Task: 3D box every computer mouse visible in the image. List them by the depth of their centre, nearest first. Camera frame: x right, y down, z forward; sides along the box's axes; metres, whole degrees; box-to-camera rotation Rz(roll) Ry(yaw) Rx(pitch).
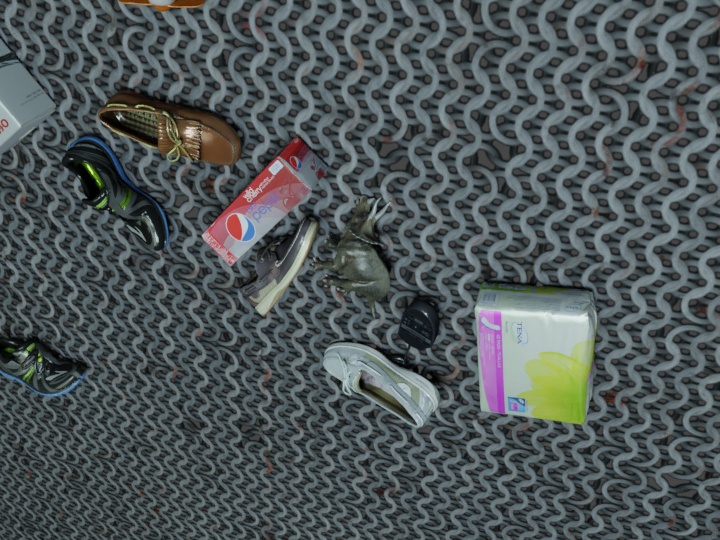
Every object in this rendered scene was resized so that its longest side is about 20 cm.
[{"bbox_3d":[0.078,0.113,1.075,0.058,0.034,0.200,32,138,15],"label":"computer mouse"}]

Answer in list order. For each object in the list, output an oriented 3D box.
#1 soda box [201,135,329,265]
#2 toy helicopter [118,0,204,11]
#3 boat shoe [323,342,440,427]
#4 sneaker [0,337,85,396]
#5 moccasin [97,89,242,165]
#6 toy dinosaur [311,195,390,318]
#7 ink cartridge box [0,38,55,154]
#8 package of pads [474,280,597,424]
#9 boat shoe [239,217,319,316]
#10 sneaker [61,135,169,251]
[{"bbox_3d":[-0.134,-0.092,0.987,0.063,0.070,0.200,44,127,-12],"label":"soda box"},{"bbox_3d":[-0.272,-0.367,0.863,0.199,0.079,0.133,3,134,33],"label":"toy helicopter"},{"bbox_3d":[0.022,0.172,1.097,0.201,0.065,0.075,25,136,24],"label":"boat shoe"},{"bbox_3d":[-0.617,0.178,1.365,0.199,0.071,0.083,16,134,15],"label":"sneaker"},{"bbox_3d":[-0.254,-0.187,0.964,0.201,0.078,0.074,24,129,4],"label":"moccasin"},{"bbox_3d":[0.000,0.000,0.995,0.102,0.077,0.201,1,121,30],"label":"toy dinosaur"},{"bbox_3d":[-0.561,-0.269,1.028,0.146,0.083,0.200,-24,112,34],"label":"ink cartridge box"},{"bbox_3d":[0.240,0.115,0.982,0.154,0.068,0.201,4,125,20],"label":"package of pads"},{"bbox_3d":[-0.123,-0.009,1.042,0.065,0.072,0.200,31,135,-7],"label":"boat shoe"},{"bbox_3d":[-0.365,-0.103,1.065,0.071,0.083,0.200,-24,112,34],"label":"sneaker"}]
